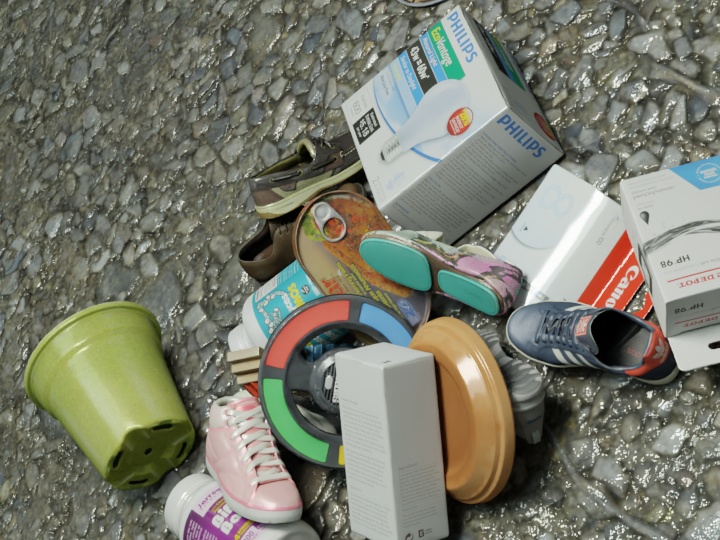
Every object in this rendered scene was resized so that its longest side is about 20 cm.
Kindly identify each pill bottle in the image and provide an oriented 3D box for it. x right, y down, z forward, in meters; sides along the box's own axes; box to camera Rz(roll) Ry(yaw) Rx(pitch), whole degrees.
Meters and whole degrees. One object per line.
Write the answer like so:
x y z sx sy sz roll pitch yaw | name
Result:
-0.070 0.050 1.775 0.199 0.110 0.112 -37 46 21 | pill bottle
-0.143 0.312 1.688 0.199 0.112 0.113 21 81 46 | pill bottle

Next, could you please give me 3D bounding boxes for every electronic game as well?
-0.019 0.127 1.642 0.201 0.199 0.042 -53 7 3 | electronic game

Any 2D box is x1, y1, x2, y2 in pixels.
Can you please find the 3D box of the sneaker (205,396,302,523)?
-0.126 0.209 1.657 0.200 0.074 0.106 34 123 57 | sneaker

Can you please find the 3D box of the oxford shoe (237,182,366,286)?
-0.077 -0.052 1.861 0.199 0.084 0.073 -38 45 17 | oxford shoe

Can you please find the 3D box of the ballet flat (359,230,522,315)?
0.095 -0.008 1.621 0.198 0.070 0.071 20 48 29 | ballet flat

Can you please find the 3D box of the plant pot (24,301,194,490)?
-0.312 0.176 1.882 0.201 0.200 0.185 -47 55 10 | plant pot

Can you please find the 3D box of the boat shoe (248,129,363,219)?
-0.058 -0.140 1.853 0.199 0.065 0.073 -37 31 -24 | boat shoe

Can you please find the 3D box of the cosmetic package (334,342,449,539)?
0.033 0.188 1.548 0.101 0.070 0.203 10 108 58 | cosmetic package

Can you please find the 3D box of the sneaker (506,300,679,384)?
0.232 0.064 1.489 0.198 0.084 0.076 8 77 33 | sneaker

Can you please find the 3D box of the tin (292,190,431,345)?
0.000 0.000 1.676 0.112 0.201 0.042 -38 10 -14 | tin

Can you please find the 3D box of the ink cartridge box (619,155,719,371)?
0.342 -0.010 1.439 0.114 0.067 0.202 -14 52 2 | ink cartridge box

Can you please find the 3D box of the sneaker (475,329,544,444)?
0.137 0.127 1.570 0.074 0.083 0.200 -18 24 -13 | sneaker

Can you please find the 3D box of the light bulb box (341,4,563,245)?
0.107 -0.170 1.733 0.199 0.124 0.200 -38 46 20 | light bulb box

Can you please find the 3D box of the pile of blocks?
-0.058 0.125 1.698 0.197 0.082 0.063 -3 70 3 | pile of blocks

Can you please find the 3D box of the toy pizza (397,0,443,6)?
0.108 -0.453 1.963 0.198 0.032 0.203 -21 54 32 | toy pizza

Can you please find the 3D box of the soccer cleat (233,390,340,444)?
-0.106 0.178 1.757 0.199 0.077 0.070 14 76 46 | soccer cleat

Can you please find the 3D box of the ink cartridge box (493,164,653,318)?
0.239 -0.006 1.574 0.161 0.047 0.200 -55 42 3 | ink cartridge box

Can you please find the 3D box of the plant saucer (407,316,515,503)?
0.094 0.152 1.539 0.200 0.037 0.203 28 122 56 | plant saucer
